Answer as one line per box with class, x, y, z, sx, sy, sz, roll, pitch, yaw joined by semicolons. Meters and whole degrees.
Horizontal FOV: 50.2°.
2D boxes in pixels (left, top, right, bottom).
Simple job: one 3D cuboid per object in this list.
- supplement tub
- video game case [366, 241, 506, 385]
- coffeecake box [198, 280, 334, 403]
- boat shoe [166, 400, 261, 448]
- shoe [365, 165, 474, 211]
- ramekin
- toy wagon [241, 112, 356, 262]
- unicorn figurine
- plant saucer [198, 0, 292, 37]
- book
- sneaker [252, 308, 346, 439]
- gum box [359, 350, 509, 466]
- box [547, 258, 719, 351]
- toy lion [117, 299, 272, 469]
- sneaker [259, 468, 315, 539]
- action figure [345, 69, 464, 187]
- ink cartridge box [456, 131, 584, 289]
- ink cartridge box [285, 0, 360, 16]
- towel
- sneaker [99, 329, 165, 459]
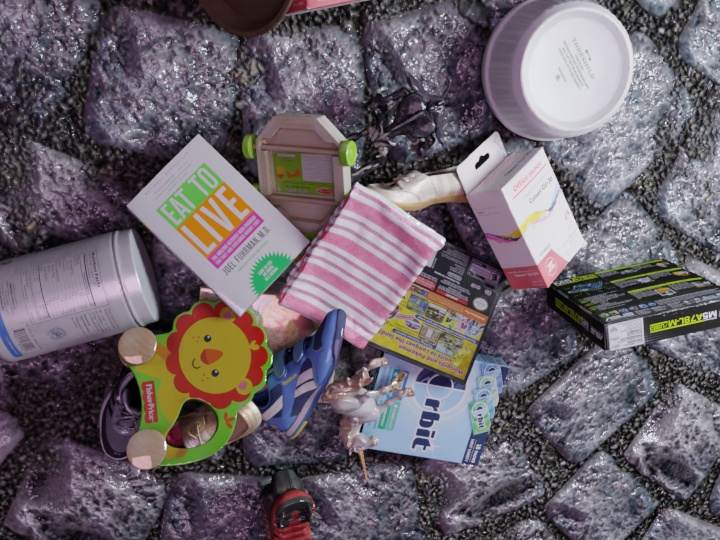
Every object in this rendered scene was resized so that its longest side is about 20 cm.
supplement tub;-0.373;0.031;0.989;0.198;0.132;0.133;-15;108;-7
video game case;0.096;0.045;1.108;0.199;0.025;0.182;23;85;-14
coffeecake box;-0.133;0.097;1.082;0.198;0.073;0.155;6;104;-12
boat shoe;-0.217;0.224;1.053;0.199;0.069;0.074;-25;104;37
shoe;0.081;-0.115;1.042;0.199;0.070;0.054;-8;108;-38
ramekin;0.272;-0.272;1.039;0.201;0.094;0.204;-3;106;-9
toy wagon;-0.076;-0.105;1.017;0.154;0.040;0.201;8;117;23
unicorn figurine;0.007;0.192;1.081;0.137;0.074;0.200;-33;131;9
plant saucer;-0.138;-0.380;0.906;0.029;0.199;0.202;-27;114;-44
book;-0.183;-0.056;0.993;0.200;0.048;0.134;43;77;-1
sneaker;-0.081;0.131;1.016;0.082;0.074;0.201;27;109;-4
gum box;0.107;0.199;1.170;0.198;0.045;0.171;12;103;-12
box;0.397;0.044;1.101;0.198;0.193;0.048;-11;105;-8
toy lion;-0.205;0.139;0.975;0.190;0.069;0.202;-4;78;-17
sneaker;-0.115;0.378;1.170;0.070;0.098;0.201;-7;131;-21
action figure;0.045;-0.187;1.017;0.199;0.102;0.119;-27;101;20
ink cartridge box;0.225;-0.088;1.071;0.116;0.067;0.201;-44;113;-33
ink cartridge box;-0.037;-0.425;0.925;0.146;0.083;0.201;-20;110;-24
towel;0.000;0.000;1.003;0.146;0.030;0.200;29;113;-17
sneaker;-0.313;0.187;1.053;0.075;0.114;0.201;21;101;-15
